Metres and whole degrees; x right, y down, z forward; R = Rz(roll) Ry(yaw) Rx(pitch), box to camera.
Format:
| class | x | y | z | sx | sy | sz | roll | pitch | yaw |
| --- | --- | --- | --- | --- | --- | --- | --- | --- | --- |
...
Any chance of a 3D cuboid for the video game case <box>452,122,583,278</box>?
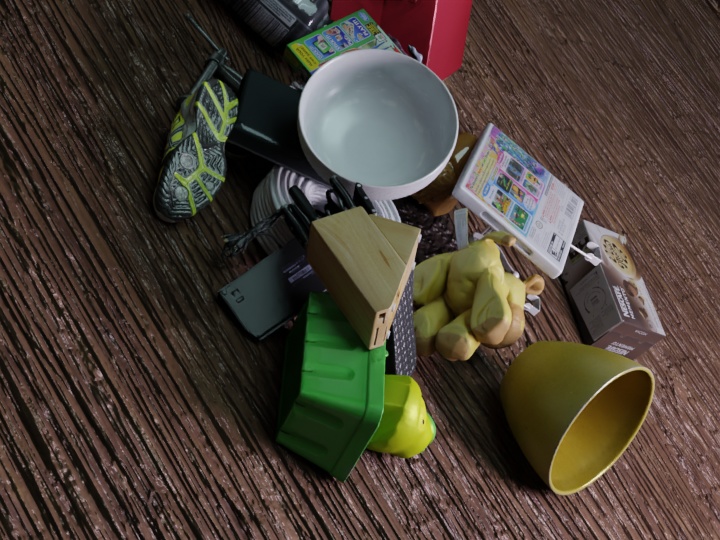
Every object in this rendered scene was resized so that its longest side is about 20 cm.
| class | x | y | z | sx | sy | sz | roll | pitch | yaw |
| --- | --- | --- | --- | --- | --- | --- | --- | --- | --- |
| video game case | 0.221 | -0.100 | 1.813 | 0.182 | 0.024 | 0.200 | 39 | 36 | -7 |

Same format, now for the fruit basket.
| class | x | y | z | sx | sy | sz | roll | pitch | yaw |
| --- | --- | --- | --- | --- | --- | --- | --- | --- | --- |
| fruit basket | 0.011 | 0.140 | 1.508 | 0.215 | 0.156 | 0.216 | 15 | 43 | -14 |

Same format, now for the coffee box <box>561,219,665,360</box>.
| class | x | y | z | sx | sy | sz | roll | pitch | yaw |
| --- | --- | --- | --- | --- | --- | --- | --- | --- | --- |
| coffee box | 0.389 | 0.032 | 2.077 | 0.113 | 0.080 | 0.200 | 19 | 44 | -38 |

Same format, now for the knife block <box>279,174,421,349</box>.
| class | x | y | z | sx | sy | sz | roll | pitch | yaw |
| --- | --- | --- | --- | --- | --- | --- | --- | --- | --- |
| knife block | -0.027 | -0.020 | 1.502 | 0.175 | 0.064 | 0.200 | 16 | 46 | 7 |

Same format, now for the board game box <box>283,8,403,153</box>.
| class | x | y | z | sx | sy | sz | roll | pitch | yaw |
| --- | --- | --- | --- | --- | --- | --- | --- | --- | --- |
| board game box | 0.010 | -0.246 | 1.742 | 0.134 | 0.029 | 0.200 | -31 | 72 | -28 |

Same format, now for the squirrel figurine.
| class | x | y | z | sx | sy | sz | roll | pitch | yaw |
| --- | --- | --- | --- | --- | --- | --- | --- | --- | --- |
| squirrel figurine | 0.076 | -0.182 | 1.895 | 0.187 | 0.142 | 0.200 | 48 | 31 | 11 |

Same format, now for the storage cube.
| class | x | y | z | sx | sy | sz | roll | pitch | yaw |
| --- | --- | --- | --- | --- | --- | --- | --- | --- | --- |
| storage cube | 0.064 | -0.389 | 1.986 | 0.171 | 0.180 | 0.200 | 17 | 29 | 17 |

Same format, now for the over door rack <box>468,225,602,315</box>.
| class | x | y | z | sx | sy | sz | roll | pitch | yaw |
| --- | --- | --- | --- | --- | --- | --- | --- | --- | --- |
| over door rack | 0.234 | -0.005 | 1.880 | 0.200 | 0.148 | 0.067 | 22 | 41 | -33 |

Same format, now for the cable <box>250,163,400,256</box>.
| class | x | y | z | sx | sy | sz | roll | pitch | yaw |
| --- | --- | --- | --- | --- | --- | --- | --- | --- | --- |
| cable | -0.042 | -0.062 | 1.680 | 0.200 | 0.069 | 0.200 | 33 | 37 | -8 |

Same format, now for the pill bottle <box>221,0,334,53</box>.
| class | x | y | z | sx | sy | sz | roll | pitch | yaw |
| --- | --- | --- | --- | --- | --- | --- | --- | --- | --- |
| pill bottle | -0.119 | -0.387 | 1.899 | 0.200 | 0.106 | 0.106 | 41 | 35 | -12 |

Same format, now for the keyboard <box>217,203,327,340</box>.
| class | x | y | z | sx | sy | sz | roll | pitch | yaw |
| --- | --- | --- | --- | --- | --- | --- | --- | --- | --- |
| keyboard | -0.088 | -0.015 | 1.565 | 0.200 | 0.021 | 0.127 | -35 | 90 | -27 |

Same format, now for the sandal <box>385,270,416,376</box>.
| class | x | y | z | sx | sy | sz | roll | pitch | yaw |
| --- | --- | --- | --- | --- | --- | --- | --- | --- | --- |
| sandal | 0.032 | 0.044 | 1.626 | 0.075 | 0.048 | 0.201 | -28 | 120 | -56 |

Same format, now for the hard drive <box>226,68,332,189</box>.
| class | x | y | z | sx | sy | sz | roll | pitch | yaw |
| --- | --- | --- | --- | --- | --- | --- | --- | --- | --- |
| hard drive | -0.070 | -0.175 | 1.697 | 0.200 | 0.033 | 0.140 | 25 | 38 | -15 |

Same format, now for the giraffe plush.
| class | x | y | z | sx | sy | sz | roll | pitch | yaw |
| --- | --- | --- | --- | --- | --- | --- | --- | --- | --- |
| giraffe plush | 0.160 | 0.041 | 1.750 | 0.162 | 0.172 | 0.201 | 36 | 63 | -51 |

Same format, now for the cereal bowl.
| class | x | y | z | sx | sy | sz | roll | pitch | yaw |
| --- | --- | --- | --- | --- | --- | --- | --- | --- | --- |
| cereal bowl | 0.018 | -0.171 | 1.635 | 0.199 | 0.083 | 0.201 | 2 | 64 | -5 |

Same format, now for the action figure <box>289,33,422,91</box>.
| class | x | y | z | sx | sy | sz | roll | pitch | yaw |
| --- | --- | --- | --- | --- | --- | --- | --- | --- | --- |
| action figure | -0.010 | -0.244 | 1.847 | 0.149 | 0.200 | 0.134 | 47 | -10 | -11 |

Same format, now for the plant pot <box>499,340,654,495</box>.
| class | x | y | z | sx | sy | sz | roll | pitch | yaw |
| --- | --- | --- | --- | --- | --- | --- | --- | --- | --- |
| plant pot | 0.267 | 0.173 | 1.734 | 0.200 | 0.200 | 0.142 | -2 | 32 | -49 |

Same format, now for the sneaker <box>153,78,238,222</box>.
| class | x | y | z | sx | sy | sz | roll | pitch | yaw |
| --- | --- | --- | --- | --- | --- | --- | --- | --- | --- |
| sneaker | -0.205 | -0.137 | 1.596 | 0.075 | 0.076 | 0.200 | 34 | 55 | -24 |

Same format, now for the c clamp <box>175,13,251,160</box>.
| class | x | y | z | sx | sy | sz | roll | pitch | yaw |
| --- | --- | --- | --- | --- | --- | --- | --- | --- | --- |
| c clamp | -0.193 | -0.233 | 1.743 | 0.171 | 0.027 | 0.200 | 40 | 33 | -21 |
